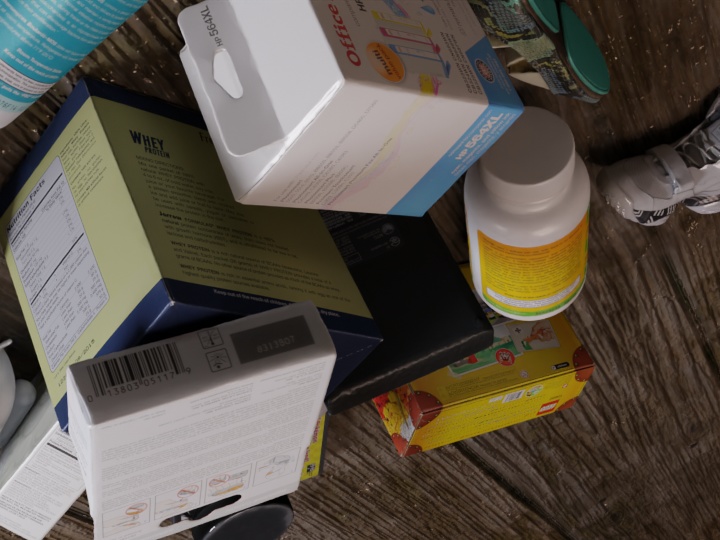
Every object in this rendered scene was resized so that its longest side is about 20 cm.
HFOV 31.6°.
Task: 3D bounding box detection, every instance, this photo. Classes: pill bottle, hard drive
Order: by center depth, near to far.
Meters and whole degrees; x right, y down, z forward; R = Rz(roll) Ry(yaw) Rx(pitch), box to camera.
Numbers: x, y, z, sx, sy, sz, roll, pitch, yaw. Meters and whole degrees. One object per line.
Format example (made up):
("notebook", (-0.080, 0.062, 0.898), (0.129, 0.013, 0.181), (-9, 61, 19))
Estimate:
("pill bottle", (-0.169, -0.178, 0.701), (0.199, 0.112, 0.111), (-37, 147, 14))
("hard drive", (0.000, 0.000, 0.998), (0.138, 0.201, 0.033), (-22, 148, -9))
("pill bottle", (-0.131, 0.140, 1.093), (0.110, 0.201, 0.113), (-19, 147, -13))
("pill bottle", (0.148, -0.051, 1.127), (0.110, 0.112, 0.201), (-24, 148, -7))

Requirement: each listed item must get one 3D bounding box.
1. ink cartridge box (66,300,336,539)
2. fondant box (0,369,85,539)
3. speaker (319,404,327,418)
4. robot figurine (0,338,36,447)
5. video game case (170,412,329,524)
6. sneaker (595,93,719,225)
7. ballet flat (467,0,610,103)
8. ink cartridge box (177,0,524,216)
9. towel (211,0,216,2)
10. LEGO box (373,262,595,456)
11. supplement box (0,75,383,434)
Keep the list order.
("ink cartridge box", (-0.108, 0.108, 0.839), (0.160, 0.058, 0.201), (-16, 154, -21))
("fondant box", (-0.219, 0.100, 1.019), (0.058, 0.145, 0.200), (33, 119, -21))
("speaker", (-0.031, 0.058, 1.166), (0.087, 0.089, 0.201), (-1, 139, -37))
("robot figurine", (-0.336, 0.113, 0.979), (0.168, 0.114, 0.201), (-3, 141, -43))
("video game case", (-0.119, 0.184, 1.334), (0.178, 0.026, 0.201), (-17, 145, -18))
("sneaker", (0.314, -0.110, 1.213), (0.198, 0.076, 0.115), (-7, 142, -40))
("ballet flat", (0.132, -0.183, 0.987), (0.074, 0.075, 0.200), (-36, 146, 13))
("ink cartridge box", (-0.015, -0.127, 0.853), (0.198, 0.130, 0.125), (1, 146, -45))
("towel", (-0.026, -0.257, 0.787), (0.145, 0.022, 0.201), (-15, 146, -20))
("LEGO box", (0.103, 0.077, 1.237), (0.197, 0.150, 0.078), (-12, 146, -24))
("supplement box", (-0.126, 0.001, 0.901), (0.199, 0.201, 0.134), (13, 130, -47))
